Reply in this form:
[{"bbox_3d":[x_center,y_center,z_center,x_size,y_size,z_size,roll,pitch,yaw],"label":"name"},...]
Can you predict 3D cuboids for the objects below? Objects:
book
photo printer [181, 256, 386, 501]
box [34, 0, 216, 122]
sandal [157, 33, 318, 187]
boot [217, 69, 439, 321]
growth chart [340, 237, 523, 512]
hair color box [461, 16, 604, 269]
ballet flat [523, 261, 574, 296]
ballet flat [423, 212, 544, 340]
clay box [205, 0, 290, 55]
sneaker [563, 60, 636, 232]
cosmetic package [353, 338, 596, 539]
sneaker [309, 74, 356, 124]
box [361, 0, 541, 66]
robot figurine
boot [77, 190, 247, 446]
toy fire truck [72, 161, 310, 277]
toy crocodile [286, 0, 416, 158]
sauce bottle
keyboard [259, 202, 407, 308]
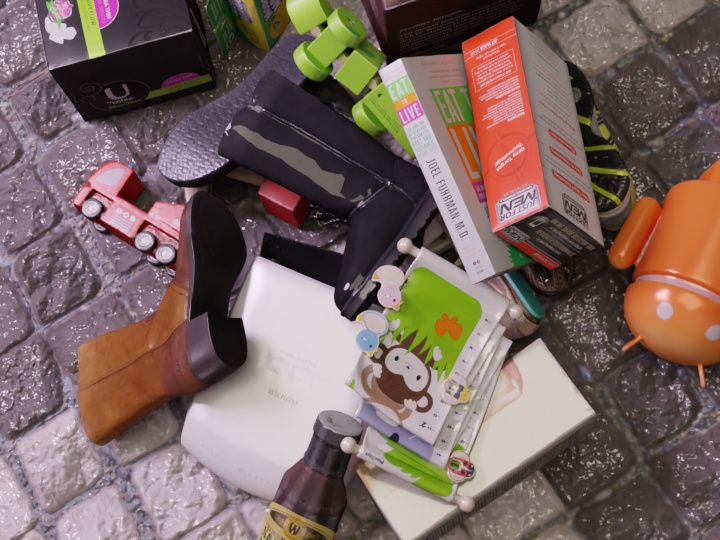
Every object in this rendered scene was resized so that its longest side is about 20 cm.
[{"bbox_3d":[0.093,-0.091,1.223,0.048,0.133,0.201,-26,85,29],"label":"book"},{"bbox_3d":[-0.062,0.108,1.256,0.166,0.069,0.201,23,85,10],"label":"photo printer"},{"bbox_3d":[-0.242,-0.276,1.381,0.148,0.124,0.201,-16,70,1],"label":"box"},{"bbox_3d":[-0.105,-0.144,1.324,0.200,0.043,0.076,-41,59,-13],"label":"sandal"},{"bbox_3d":[-0.042,-0.068,1.231,0.200,0.066,0.165,34,62,6],"label":"boot"},{"bbox_3d":[0.057,0.084,1.161,0.144,0.018,0.201,22,74,-12],"label":"growth chart"},{"bbox_3d":[0.152,-0.113,1.227,0.061,0.101,0.201,-25,56,29],"label":"hair color box"},{"bbox_3d":[0.155,-0.071,1.315,0.067,0.046,0.201,-16,71,0],"label":"ballet flat"},{"bbox_3d":[0.098,-0.020,1.298,0.067,0.068,0.201,-35,68,23],"label":"ballet flat"},{"bbox_3d":[-0.079,-0.309,1.379,0.047,0.115,0.201,27,78,13],"label":"clay box"},{"bbox_3d":[0.205,-0.116,1.316,0.075,0.076,0.201,-22,53,11],"label":"sneaker"},{"bbox_3d":[0.100,0.158,1.219,0.200,0.103,0.087,-33,73,-6],"label":"cosmetic package"},{"bbox_3d":[-0.017,-0.125,1.331,0.074,0.081,0.200,-31,72,-5],"label":"sneaker"},{"bbox_3d":[0.074,-0.313,1.311,0.165,0.200,0.165,-20,80,-1],"label":"box"},{"bbox_3d":[0.310,0.000,1.240,0.116,0.144,0.201,9,68,50],"label":"robot figurine"},{"bbox_3d":[-0.187,0.044,1.277,0.200,0.068,0.189,-29,63,37],"label":"boot"},{"bbox_3d":[-0.164,-0.067,1.345,0.200,0.049,0.141,31,77,15],"label":"toy fire truck"},{"bbox_3d":[0.005,-0.187,1.297,0.200,0.062,0.067,45,122,-7],"label":"toy crocodile"},{"bbox_3d":[-0.051,0.214,1.186,0.066,0.066,0.201,23,110,12],"label":"sauce bottle"},{"bbox_3d":[0.000,0.000,1.293,0.199,0.021,0.128,16,111,11],"label":"keyboard"}]
